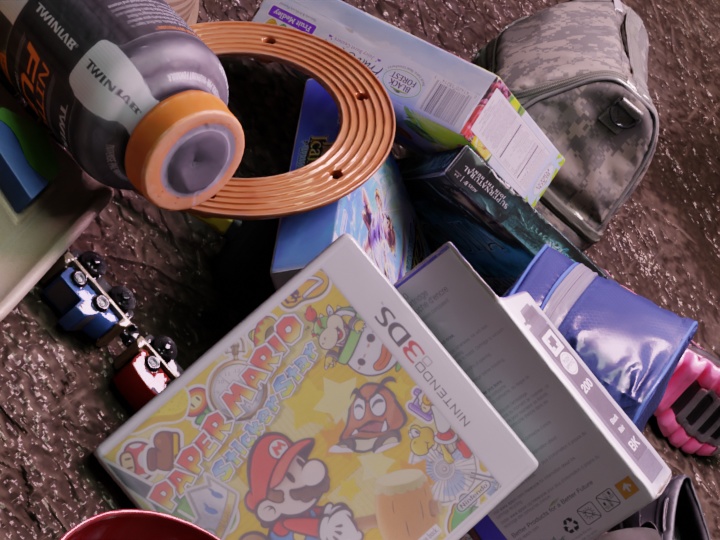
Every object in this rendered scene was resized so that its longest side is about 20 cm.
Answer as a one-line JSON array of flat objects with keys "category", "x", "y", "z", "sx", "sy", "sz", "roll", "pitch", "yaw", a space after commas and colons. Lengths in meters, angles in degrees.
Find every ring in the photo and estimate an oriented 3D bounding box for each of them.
[{"category": "ring", "x": -0.077, "y": -0.094, "z": 1.485, "sx": 0.199, "sy": 0.019, "sz": 0.201, "roll": 4, "pitch": 42, "yaw": -3}]

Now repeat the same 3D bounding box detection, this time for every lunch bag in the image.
[{"category": "lunch bag", "x": 0.115, "y": 0.093, "z": 1.522, "sx": 0.132, "sy": 0.201, "sz": 0.136, "roll": 30, "pitch": 33, "yaw": 11}, {"category": "lunch bag", "x": 0.150, "y": -0.114, "z": 1.767, "sx": 0.139, "sy": 0.168, "sz": 0.200, "roll": 44, "pitch": 20, "yaw": -16}]

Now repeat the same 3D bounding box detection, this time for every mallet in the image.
[{"category": "mallet", "x": -0.123, "y": -0.061, "z": 1.502, "sx": 0.200, "sy": 0.066, "sz": 0.041, "roll": 37, "pitch": 20, "yaw": -21}]

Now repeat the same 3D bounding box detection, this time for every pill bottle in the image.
[{"category": "pill bottle", "x": -0.149, "y": -0.120, "z": 1.412, "sx": 0.106, "sy": 0.107, "sz": 0.200, "roll": 9, "pitch": 29, "yaw": -47}]

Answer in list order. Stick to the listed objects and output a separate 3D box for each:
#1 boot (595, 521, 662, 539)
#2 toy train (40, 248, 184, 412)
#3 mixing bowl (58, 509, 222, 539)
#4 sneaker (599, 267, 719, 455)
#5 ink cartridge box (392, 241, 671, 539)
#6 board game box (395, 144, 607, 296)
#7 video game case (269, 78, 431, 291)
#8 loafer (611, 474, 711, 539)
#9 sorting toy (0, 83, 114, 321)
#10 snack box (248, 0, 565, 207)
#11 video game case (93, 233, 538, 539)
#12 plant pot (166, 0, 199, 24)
[{"category": "boot", "x": 0.144, "y": 0.229, "z": 1.458, "sx": 0.199, "sy": 0.078, "sz": 0.139, "roll": 2, "pitch": 49, "yaw": -44}, {"category": "toy train", "x": -0.125, "y": 0.066, "z": 1.411, "sx": 0.200, "sy": 0.034, "sz": 0.046, "roll": 50, "pitch": 43, "yaw": -3}, {"category": "mixing bowl", "x": -0.117, "y": 0.236, "z": 1.188, "sx": 0.200, "sy": 0.108, "sz": 0.201, "roll": 32, "pitch": 37, "yaw": -28}, {"category": "sneaker", "x": 0.234, "y": 0.066, "z": 1.828, "sx": 0.200, "sy": 0.079, "sz": 0.096, "roll": 38, "pitch": 24, "yaw": -23}, {"category": "ink cartridge box", "x": 0.056, "y": 0.105, "z": 1.443, "sx": 0.200, "sy": 0.198, "sz": 0.043, "roll": 51, "pitch": 30, "yaw": -3}, {"category": "board game box", "x": 0.082, "y": -0.029, "z": 1.636, "sx": 0.135, "sy": 0.200, "sz": 0.028, "roll": 42, "pitch": 79, "yaw": -11}, {"category": "video game case", "x": 0.000, "y": 0.000, "z": 1.539, "sx": 0.201, "sy": 0.045, "sz": 0.182, "roll": -81, "pitch": 157, "yaw": -48}, {"category": "loafer", "x": 0.234, "y": 0.239, "z": 1.653, "sx": 0.068, "sy": 0.070, "sz": 0.202, "roll": 17, "pitch": 47, "yaw": -41}, {"category": "sorting toy", "x": -0.250, "y": -0.076, "z": 1.370, "sx": 0.200, "sy": 0.036, "sz": 0.185, "roll": 43, "pitch": 34, "yaw": -6}, {"category": "snack box", "x": 0.032, "y": -0.124, "z": 1.633, "sx": 0.199, "sy": 0.053, "sz": 0.142, "roll": 30, "pitch": -7, "yaw": 30}, {"category": "video game case", "x": -0.025, "y": 0.111, "z": 1.374, "sx": 0.182, "sy": 0.200, "sz": 0.023, "roll": 50, "pitch": -9, "yaw": -3}, {"category": "plant pot", "x": -0.173, "y": -0.240, "z": 1.587, "sx": 0.200, "sy": 0.093, "sz": 0.202, "roll": 32, "pitch": 39, "yaw": -30}]
